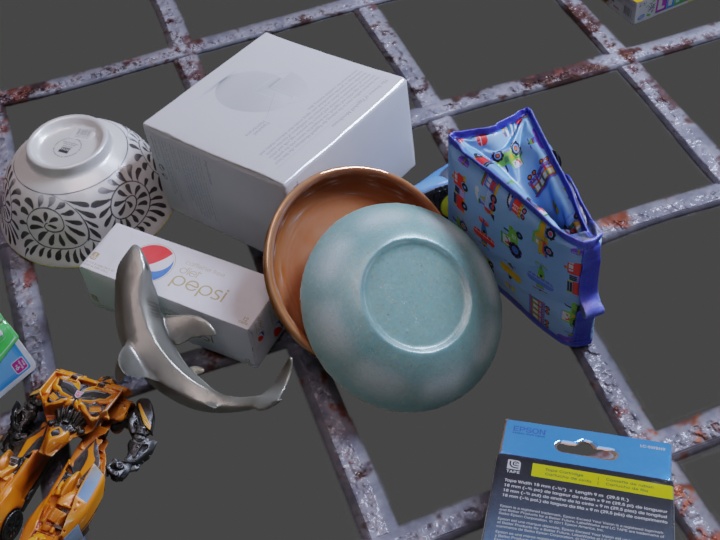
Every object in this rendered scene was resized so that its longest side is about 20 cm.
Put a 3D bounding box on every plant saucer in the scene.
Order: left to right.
[{"bbox_3d":[0.000,0.000,0.980,0.200,0.037,0.201,5,75,-21],"label":"plant saucer"},{"bbox_3d":[0.046,0.027,0.941,0.201,0.039,0.201,5,73,-17],"label":"plant saucer"}]

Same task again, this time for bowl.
[{"bbox_3d":[-0.307,-0.107,1.122,0.200,0.094,0.201,-2,49,3],"label":"bowl"}]

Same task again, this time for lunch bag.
[{"bbox_3d":[0.165,-0.028,0.970,0.094,0.151,0.200,-20,50,-13],"label":"lunch bag"}]

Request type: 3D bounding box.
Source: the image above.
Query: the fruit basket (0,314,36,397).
[{"bbox_3d":[-0.417,0.082,0.919,0.094,0.185,0.200,-5,33,49],"label":"fruit basket"}]

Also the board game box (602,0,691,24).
[{"bbox_3d":[0.355,-0.411,1.370,0.134,0.034,0.200,-24,51,-16],"label":"board game box"}]

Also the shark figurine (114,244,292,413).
[{"bbox_3d":[-0.169,0.088,0.923,0.214,0.089,0.128,37,104,16],"label":"shark figurine"}]

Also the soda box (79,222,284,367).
[{"bbox_3d":[-0.174,0.023,1.016,0.200,0.064,0.068,18,53,21],"label":"soda box"}]

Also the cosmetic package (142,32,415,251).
[{"bbox_3d":[-0.081,-0.132,1.095,0.200,0.123,0.199,24,53,32],"label":"cosmetic package"}]

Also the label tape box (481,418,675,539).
[{"bbox_3d":[0.169,0.214,0.806,0.144,0.063,0.200,8,34,12],"label":"label tape box"}]

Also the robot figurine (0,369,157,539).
[{"bbox_3d":[-0.267,0.168,0.898,0.145,0.058,0.200,13,52,15],"label":"robot figurine"}]

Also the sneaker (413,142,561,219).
[{"bbox_3d":[0.114,-0.094,1.098,0.200,0.066,0.078,-24,39,-16],"label":"sneaker"}]
